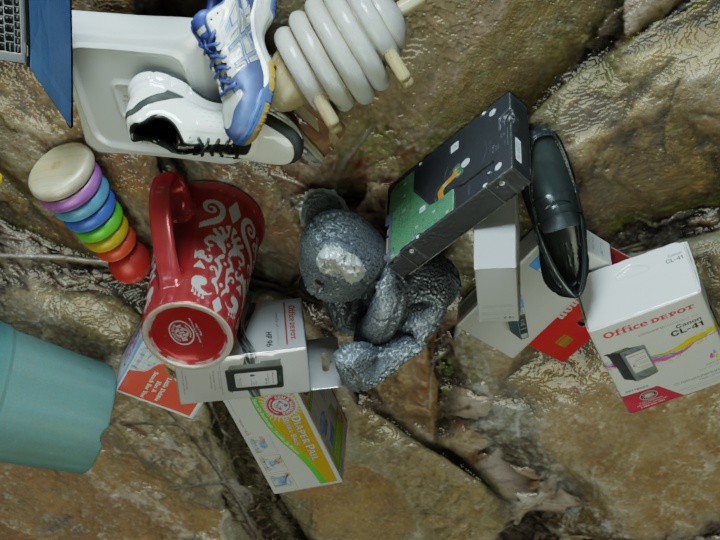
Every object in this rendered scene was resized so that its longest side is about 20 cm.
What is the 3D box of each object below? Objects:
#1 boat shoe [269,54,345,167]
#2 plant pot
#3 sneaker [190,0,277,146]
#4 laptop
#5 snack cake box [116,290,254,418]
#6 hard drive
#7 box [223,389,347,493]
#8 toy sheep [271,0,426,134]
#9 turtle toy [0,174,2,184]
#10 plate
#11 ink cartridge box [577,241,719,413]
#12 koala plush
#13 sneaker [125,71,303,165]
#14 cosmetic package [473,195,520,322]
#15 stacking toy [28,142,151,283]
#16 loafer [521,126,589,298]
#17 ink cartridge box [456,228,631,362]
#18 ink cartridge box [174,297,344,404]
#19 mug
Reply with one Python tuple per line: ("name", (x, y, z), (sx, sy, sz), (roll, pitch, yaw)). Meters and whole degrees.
("boat shoe", (-0.093, -0.206, 1.553), (0.072, 0.076, 0.200), (-42, 113, -4))
("plant pot", (-0.435, 0.171, 1.840), (0.195, 0.201, 0.201), (16, 132, -22))
("sneaker", (-0.139, -0.226, 1.446), (0.088, 0.202, 0.075), (12, 157, -33))
("laptop", (-0.390, -0.271, 1.478), (0.198, 0.116, 0.188), (8, 132, -3))
("snack cake box", (-0.229, 0.094, 1.825), (0.114, 0.068, 0.200), (21, 130, -17))
("hard drive", (0.108, -0.095, 1.582), (0.038, 0.140, 0.200), (37, 124, -26))
("box", (-0.098, 0.186, 1.868), (0.100, 0.113, 0.201), (-12, 129, 14))
("toy sheep", (-0.015, -0.232, 1.477), (0.199, 0.138, 0.138), (-31, 126, 1))
("turtle toy", (-0.507, -0.125, 1.627), (0.199, 0.102, 0.146), (-33, 123, 30))
("plate", (-0.242, -0.195, 1.558), (0.198, 0.032, 0.201), (6, 137, 16))
("ink cartridge box", (0.361, 0.073, 1.719), (0.146, 0.086, 0.200), (-21, 139, 14))
("koala plush", (0.000, 0.000, 1.666), (0.183, 0.178, 0.200), (-34, 122, 14))
("sneaker", (-0.159, -0.144, 1.502), (0.198, 0.080, 0.074), (14, 135, -7))
("cosmetic package", (0.155, -0.040, 1.585), (0.050, 0.201, 0.083), (-4, 132, 9))
("stacking toy", (-0.316, -0.057, 1.695), (0.085, 0.086, 0.201), (-13, 135, 16))
("loafer", (0.227, -0.065, 1.612), (0.067, 0.070, 0.202), (-16, 108, -8))
("ink cartridge box", (0.247, 0.037, 1.754), (0.175, 0.045, 0.200), (28, 128, -18))
("ink cartridge box", (-0.123, 0.094, 1.704), (0.198, 0.116, 0.068), (-5, 122, -3))
("mug", (-0.206, -0.002, 1.648), (0.177, 0.201, 0.133), (34, 127, -25))
